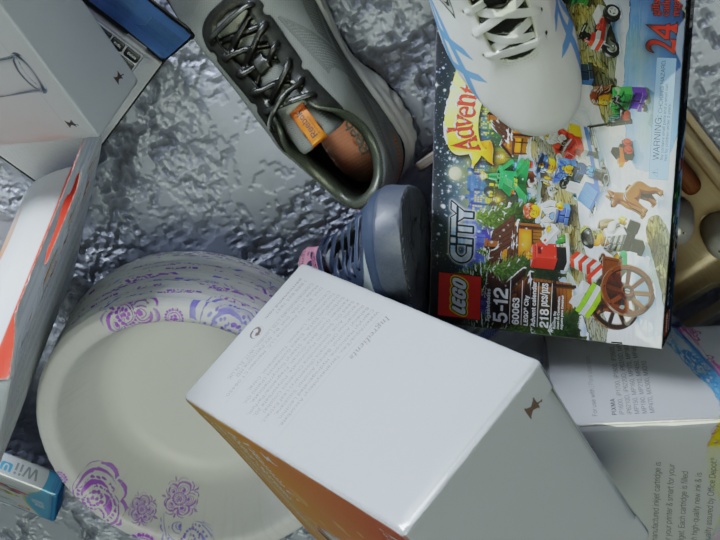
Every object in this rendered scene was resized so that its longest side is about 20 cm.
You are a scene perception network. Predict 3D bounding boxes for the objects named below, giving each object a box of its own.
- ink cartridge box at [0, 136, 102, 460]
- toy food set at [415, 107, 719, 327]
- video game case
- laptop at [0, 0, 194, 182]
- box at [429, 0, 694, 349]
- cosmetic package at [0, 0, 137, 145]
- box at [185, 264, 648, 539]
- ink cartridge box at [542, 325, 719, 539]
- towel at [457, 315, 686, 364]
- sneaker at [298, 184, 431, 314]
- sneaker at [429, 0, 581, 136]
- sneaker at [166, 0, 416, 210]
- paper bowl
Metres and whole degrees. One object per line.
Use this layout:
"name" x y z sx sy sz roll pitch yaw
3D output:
"ink cartridge box" -0.202 0.007 0.779 0.050 0.163 0.200 17 144 -5
"toy food set" 0.150 -0.035 0.810 0.143 0.061 0.200 -34 111 23
"video game case" -0.302 0.124 0.928 0.199 0.018 0.143 22 159 -6
"laptop" -0.211 -0.139 0.758 0.187 0.116 0.200 36 117 -14
"box" 0.109 -0.064 0.744 0.136 0.038 0.202 5 105 19
"cosmetic package" -0.231 -0.152 0.699 0.150 0.052 0.200 -2 137 34
"box" 0.027 0.104 0.724 0.106 0.199 0.153 -48 127 -16
"ink cartridge box" 0.210 0.110 0.806 0.198 0.086 0.148 -1 130 7
"towel" 0.146 0.073 0.848 0.200 0.024 0.147 38 120 -23
"sneaker" 0.000 0.000 0.787 0.081 0.071 0.200 5 164 5
"sneaker" 0.061 -0.150 0.664 0.071 0.073 0.201 -16 118 16
"sneaker" -0.041 -0.117 0.773 0.074 0.080 0.200 -36 109 25
"paper bowl" -0.103 0.079 0.879 0.199 0.105 0.202 2 120 4
